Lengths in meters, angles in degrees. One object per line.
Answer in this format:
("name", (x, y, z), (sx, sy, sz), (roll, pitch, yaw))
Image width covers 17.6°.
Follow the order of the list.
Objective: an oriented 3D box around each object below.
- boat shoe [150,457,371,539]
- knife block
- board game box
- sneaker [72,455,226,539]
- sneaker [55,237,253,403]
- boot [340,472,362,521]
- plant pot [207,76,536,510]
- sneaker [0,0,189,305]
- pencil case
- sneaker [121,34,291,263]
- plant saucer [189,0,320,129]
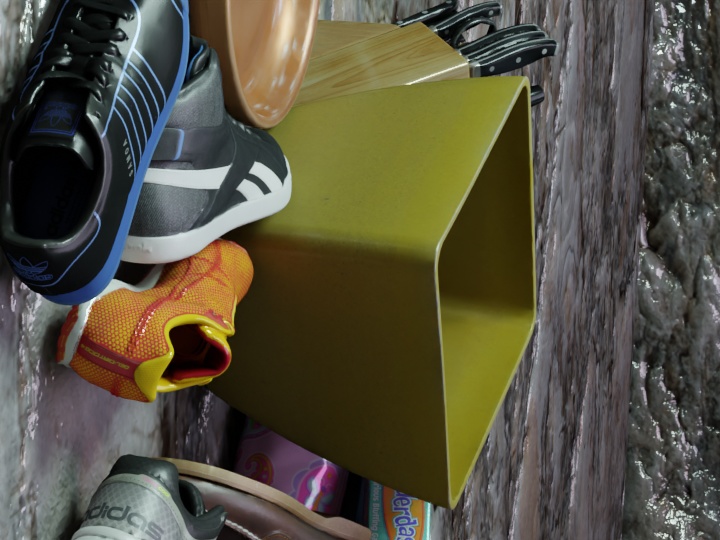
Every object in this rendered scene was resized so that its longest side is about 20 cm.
("boat shoe", (-0.062, 0.169, 1.418), (0.199, 0.070, 0.071), (29, 70, -44))
("knife block", (0.040, -0.117, 1.592), (0.201, 0.174, 0.064), (-65, 156, -51))
("board game box", (0.019, 0.205, 1.597), (0.200, 0.045, 0.153), (96, -3, -60))
("sneaker", (-0.105, 0.167, 1.306), (0.200, 0.073, 0.088), (64, 41, -57))
("sneaker", (-0.099, 0.033, 1.282), (0.073, 0.077, 0.200), (-65, 169, 22))
("boot", (0.002, 0.137, 1.729), (0.158, 0.079, 0.213), (-13, 98, -82))
("plant pot", (0.000, 0.000, 1.466), (0.200, 0.175, 0.201), (-60, 153, -48))
("sneaker", (-0.132, -0.086, 1.142), (0.078, 0.069, 0.202), (63, 35, -73))
("pencil case", (-0.046, 0.152, 1.546), (0.088, 0.087, 0.202), (61, 38, -66))
("sneaker", (-0.086, -0.083, 1.315), (0.200, 0.072, 0.113), (-45, 140, -66))
("plant saucer", (-0.066, -0.189, 1.429), (0.200, 0.037, 0.202), (5, 90, -75))
